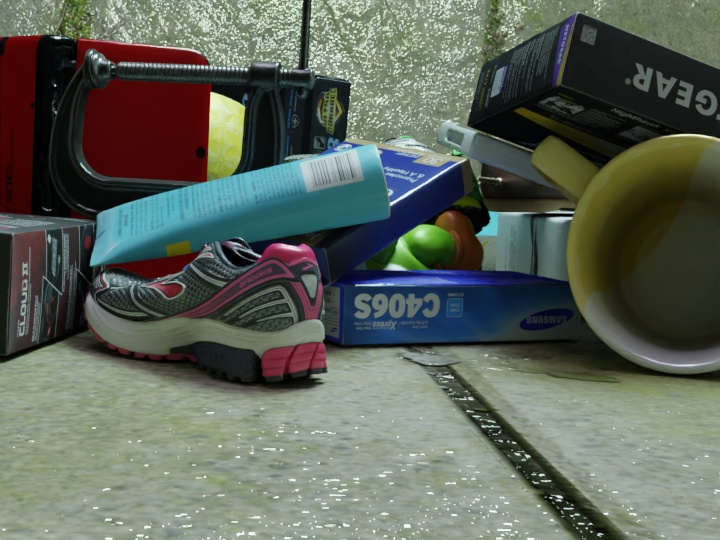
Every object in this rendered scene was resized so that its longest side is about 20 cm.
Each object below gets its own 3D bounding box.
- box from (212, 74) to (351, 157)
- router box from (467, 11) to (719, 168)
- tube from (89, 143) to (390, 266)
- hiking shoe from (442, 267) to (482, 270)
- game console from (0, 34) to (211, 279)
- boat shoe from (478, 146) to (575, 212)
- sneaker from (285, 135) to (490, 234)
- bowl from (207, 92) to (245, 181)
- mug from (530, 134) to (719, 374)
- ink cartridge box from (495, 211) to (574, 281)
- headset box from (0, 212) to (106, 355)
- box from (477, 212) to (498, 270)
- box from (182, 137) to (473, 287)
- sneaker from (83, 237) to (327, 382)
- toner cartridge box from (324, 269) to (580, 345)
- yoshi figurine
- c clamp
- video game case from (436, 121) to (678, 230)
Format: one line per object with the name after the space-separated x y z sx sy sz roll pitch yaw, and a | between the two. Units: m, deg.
-0.091 -0.089 1.243 0.049 0.203 0.197 2 5 -38 | box
0.196 -0.106 0.890 0.198 0.053 0.157 18 -9 -16 | router box
-0.081 -0.041 0.841 0.197 0.051 0.078 -11 23 -3 | tube
0.037 -0.025 1.149 0.198 0.102 0.075 -1 7 -39 | hiking shoe
-0.218 -0.072 0.969 0.171 0.203 0.118 5 4 36 | game console
0.206 -0.087 1.182 0.197 0.071 0.070 1 4 -21 | boat shoe
0.014 -0.073 1.085 0.198 0.086 0.078 5 -33 -30 | sneaker
-0.154 -0.039 1.045 0.198 0.201 0.108 0 48 -25 | bowl
0.218 -0.022 0.870 0.148 0.189 0.153 -22 -10 14 | mug
0.231 -0.009 1.186 0.142 0.085 0.200 0 5 -20 | ink cartridge box
-0.261 0.003 0.803 0.147 0.076 0.200 4 5 7 | headset box
0.091 -0.029 1.302 0.199 0.049 0.082 -2 -36 -46 | box
-0.024 -0.042 0.916 0.120 0.033 0.199 14 36 39 | box
-0.092 0.016 0.761 0.198 0.076 0.080 6 6 42 | sneaker
0.055 0.025 0.926 0.198 0.044 0.095 0 7 -27 | toner cartridge box
-0.005 -0.014 1.021 0.198 0.114 0.111 -4 0 -39 | yoshi figurine
-0.125 -0.115 0.891 0.197 0.173 0.027 -2 -1 7 | c clamp
0.167 -0.074 1.030 0.198 0.024 0.182 19 8 -7 | video game case
